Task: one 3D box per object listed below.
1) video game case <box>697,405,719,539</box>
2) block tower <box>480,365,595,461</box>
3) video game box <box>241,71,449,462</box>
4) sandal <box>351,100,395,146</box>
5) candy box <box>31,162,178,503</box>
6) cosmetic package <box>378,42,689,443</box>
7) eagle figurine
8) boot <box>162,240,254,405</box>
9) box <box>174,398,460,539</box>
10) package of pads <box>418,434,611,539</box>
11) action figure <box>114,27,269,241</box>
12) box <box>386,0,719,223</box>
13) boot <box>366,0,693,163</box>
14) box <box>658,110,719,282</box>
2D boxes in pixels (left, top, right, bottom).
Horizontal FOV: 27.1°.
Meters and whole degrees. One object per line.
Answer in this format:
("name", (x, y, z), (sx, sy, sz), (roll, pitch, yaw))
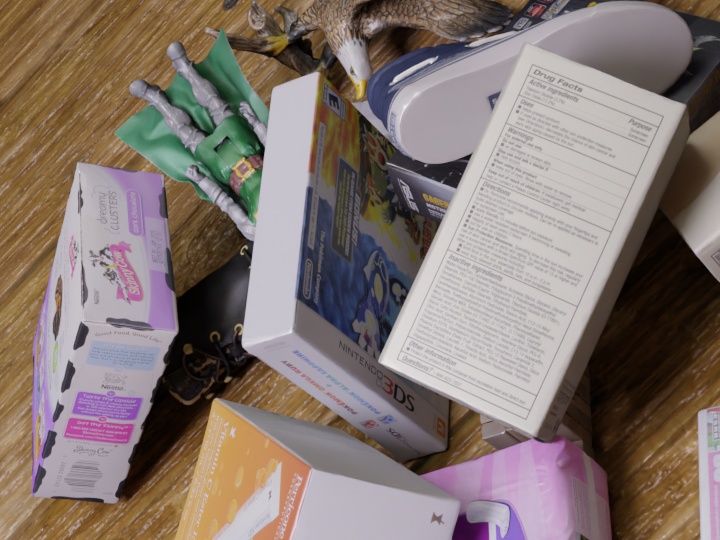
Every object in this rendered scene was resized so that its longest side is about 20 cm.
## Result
("video game case", (0.277, 0.123, 0.796), (0.199, 0.018, 0.144), (-16, 53, 32))
("block tower", (0.112, 0.031, 0.971), (0.054, 0.058, 0.201), (-20, 52, 29))
("video game box", (0.000, 0.000, 0.996), (0.047, 0.182, 0.201), (-15, 54, 28))
("sandal", (0.033, -0.099, 1.123), (0.206, 0.059, 0.079), (-10, 32, 24))
("candy box", (-0.198, 0.049, 1.134), (0.168, 0.071, 0.200), (-101, 26, -44))
("cosmetic package", (0.101, -0.014, 0.851), (0.103, 0.073, 0.201), (25, 86, 17))
("eagle figurine", (0.005, -0.206, 1.165), (0.200, 0.152, 0.151), (-32, 87, 41))
("boot", (-0.080, 0.050, 1.109), (0.150, 0.073, 0.200), (-36, 41, 14))
("box", (-0.036, 0.165, 0.909), (0.200, 0.097, 0.125), (16, 90, 68))
("package of pads", (0.087, 0.206, 0.860), (0.120, 0.076, 0.201), (-22, 50, 28))
("action figure", (-0.094, -0.086, 1.110), (0.118, 0.055, 0.200), (-46, 64, 6))
("box", (0.138, -0.098, 0.982), (0.158, 0.048, 0.200), (23, 61, 36))
("boot", (0.103, -0.131, 0.946), (0.199, 0.073, 0.090), (-16, 26, -8))
("box", (0.276, -0.073, 0.876), (0.200, 0.095, 0.078), (-39, 44, 11))
